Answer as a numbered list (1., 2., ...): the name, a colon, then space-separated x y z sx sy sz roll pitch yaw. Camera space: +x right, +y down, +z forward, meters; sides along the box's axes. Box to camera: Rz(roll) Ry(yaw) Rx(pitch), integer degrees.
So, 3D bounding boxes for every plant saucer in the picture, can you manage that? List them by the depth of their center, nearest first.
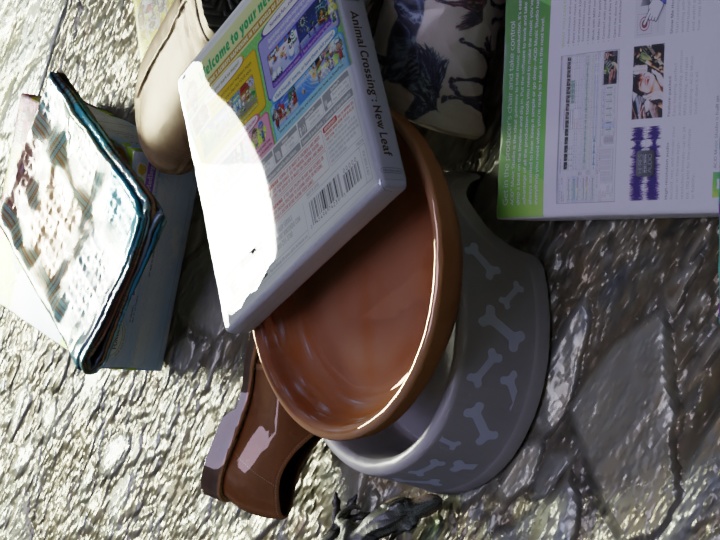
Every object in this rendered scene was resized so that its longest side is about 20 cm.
1. plant saucer: 0.000 0.000 1.262 0.200 0.037 0.202 -5 83 54

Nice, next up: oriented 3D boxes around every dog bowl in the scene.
1. dog bowl: 0.031 0.037 1.297 0.199 0.058 0.202 -6 83 55

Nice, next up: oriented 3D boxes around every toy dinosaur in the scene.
1. toy dinosaur: -0.021 0.195 1.340 0.200 0.047 0.088 -53 5 19

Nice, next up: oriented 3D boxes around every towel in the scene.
1. towel: -0.213 -0.037 1.569 0.200 0.022 0.147 51 125 43

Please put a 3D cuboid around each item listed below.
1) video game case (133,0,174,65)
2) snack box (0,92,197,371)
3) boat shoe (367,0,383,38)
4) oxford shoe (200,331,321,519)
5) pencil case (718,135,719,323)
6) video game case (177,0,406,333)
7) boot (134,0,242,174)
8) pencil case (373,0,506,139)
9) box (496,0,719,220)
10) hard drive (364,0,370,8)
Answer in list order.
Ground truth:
1. video game case: -0.113 -0.259 1.557 0.200 0.025 0.182 -29 63 49
2. snack box: -0.210 -0.033 1.638 0.200 0.067 0.170 25 107 51
3. boat shoe: -0.005 -0.186 1.368 0.200 0.057 0.067 -46 51 43
4. oxford shoe: -0.040 0.070 1.407 0.071 0.071 0.201 23 105 22
5. pencil case: 0.214 -0.069 1.020 0.092 0.084 0.202 159 112 -83
6. video game case: -0.046 -0.085 1.278 0.200 0.022 0.183 -42 54 50
7. boot: -0.118 -0.184 1.470 0.200 0.066 0.177 131 140 -63
8. pencil case: 0.057 -0.178 1.264 0.077 0.089 0.202 18 104 25
9. box: 0.150 -0.100 1.160 0.199 0.036 0.146 1 88 54
10. hard drive: 0.012 -0.251 1.253 0.201 0.026 0.133 118 153 -45
